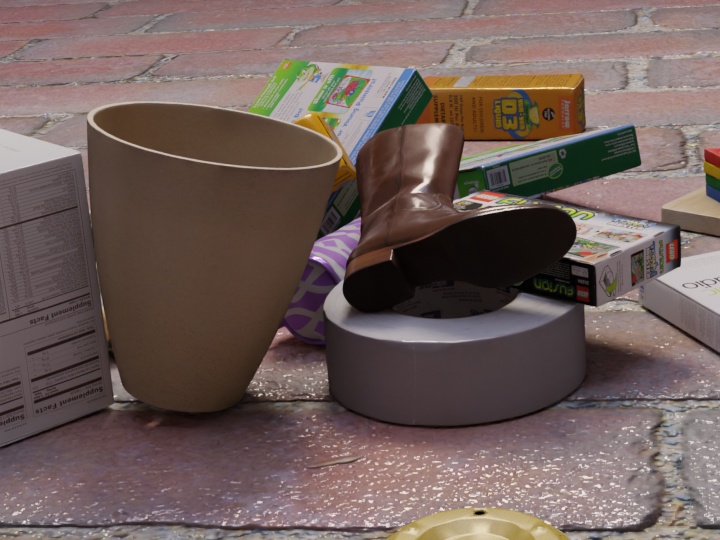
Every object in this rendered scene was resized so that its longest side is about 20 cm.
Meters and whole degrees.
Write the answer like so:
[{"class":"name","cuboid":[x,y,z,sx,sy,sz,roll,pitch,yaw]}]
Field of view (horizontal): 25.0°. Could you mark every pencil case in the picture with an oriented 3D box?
[{"class":"pencil case","cuboid":[0.000,0.000,1.381,0.085,0.084,0.200,-32,-2,37]}]

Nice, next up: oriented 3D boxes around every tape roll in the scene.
[{"class":"tape roll","cuboid":[0.071,0.048,1.233,0.199,0.067,0.200,-4,18,1]}]

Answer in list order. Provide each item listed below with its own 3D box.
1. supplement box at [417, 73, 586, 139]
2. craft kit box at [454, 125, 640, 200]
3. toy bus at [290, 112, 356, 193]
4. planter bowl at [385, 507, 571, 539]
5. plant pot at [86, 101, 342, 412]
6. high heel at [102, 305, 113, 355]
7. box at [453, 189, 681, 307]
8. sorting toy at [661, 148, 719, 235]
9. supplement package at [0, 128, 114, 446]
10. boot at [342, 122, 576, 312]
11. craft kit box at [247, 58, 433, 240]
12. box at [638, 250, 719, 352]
[{"class":"supplement box","cuboid":[0.165,-0.194,1.931,0.198,0.067,0.069,0,19,16]},{"class":"craft kit box","cuboid":[0.135,-0.093,1.588,0.199,0.049,0.197,-17,9,-33]},{"class":"toy bus","cuboid":[-0.106,-0.066,1.511,0.199,0.065,0.078,-33,-13,7]},{"class":"planter bowl","cuboid":[0.059,0.177,0.824,0.199,0.084,0.201,-5,18,2]},{"class":"plant pot","cuboid":[-0.120,-0.005,1.200,0.186,0.202,0.187,9,16,-2]},{"class":"high heel","cuboid":[-0.201,-0.004,1.393,0.141,0.072,0.201,-3,38,-10]},{"class":"box","cuboid":[0.136,-0.021,1.262,0.110,0.035,0.199,-21,24,-40]},{"class":"sorting toy","cuboid":[0.421,-0.087,1.540,0.198,0.070,0.199,13,26,43]},{"class":"supplement package","cuboid":[-0.296,0.013,1.213,0.150,0.202,0.151,-19,23,-36]},{"class":"boot","cuboid":[0.074,-0.062,1.244,0.185,0.065,0.201,-13,32,16]},{"class":"craft kit box","cuboid":[-0.053,-0.121,1.628,0.197,0.049,0.201,14,63,42]},{"class":"box","cuboid":[0.328,0.026,1.280,0.143,0.037,0.200,-11,20,-17]}]
